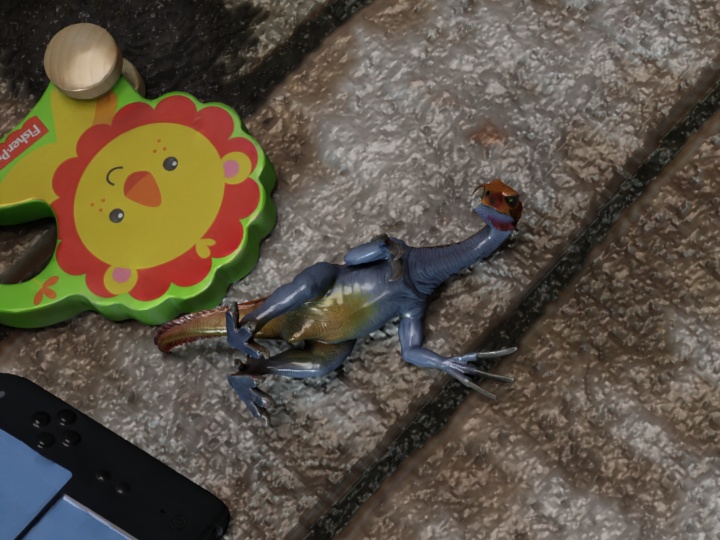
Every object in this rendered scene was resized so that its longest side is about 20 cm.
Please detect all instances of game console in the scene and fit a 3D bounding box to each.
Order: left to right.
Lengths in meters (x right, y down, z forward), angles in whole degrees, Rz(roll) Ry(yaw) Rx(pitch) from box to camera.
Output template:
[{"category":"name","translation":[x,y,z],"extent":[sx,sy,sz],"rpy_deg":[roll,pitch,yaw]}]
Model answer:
[{"category":"game console","translation":[-0.194,0.153,1.589],"extent":[0.177,0.031,0.200],"rpy_deg":[28,50,17]}]

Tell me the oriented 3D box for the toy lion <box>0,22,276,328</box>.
[{"category":"toy lion","translation":[-0.158,-0.038,1.731],"extent":[0.200,0.069,0.192],"rpy_deg":[-38,65,-3]}]

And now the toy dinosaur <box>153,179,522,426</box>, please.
[{"category":"toy dinosaur","translation":[0.000,0.000,1.638],"extent":[0.181,0.105,0.200],"rpy_deg":[-36,42,-26]}]
